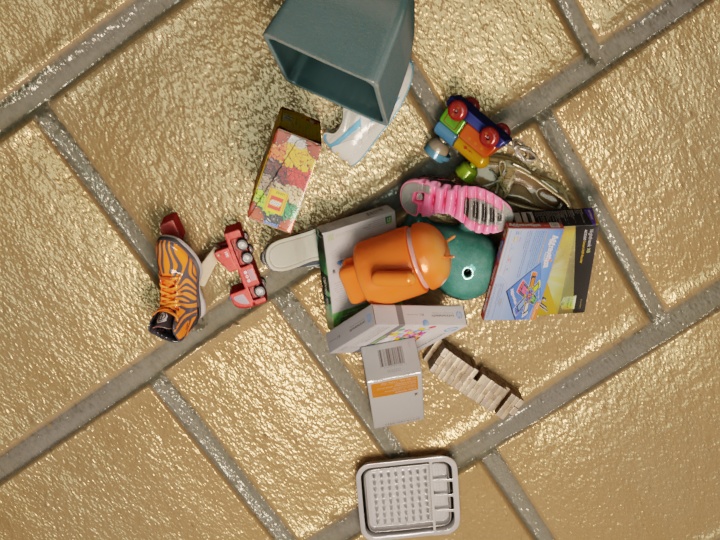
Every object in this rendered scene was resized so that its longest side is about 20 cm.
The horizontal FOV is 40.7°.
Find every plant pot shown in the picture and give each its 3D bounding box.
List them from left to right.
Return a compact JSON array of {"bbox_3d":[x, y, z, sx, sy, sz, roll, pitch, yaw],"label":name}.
[{"bbox_3d":[-0.010,-0.380,1.513,0.193,0.196,0.203,24,83,10],"label":"plant pot"}]

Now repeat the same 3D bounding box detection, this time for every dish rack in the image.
[{"bbox_3d":[0.092,0.435,1.887,0.196,0.044,0.175,-6,110,-2],"label":"dish rack"}]

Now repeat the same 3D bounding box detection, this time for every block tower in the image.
[{"bbox_3d":[0.209,0.202,1.809,0.198,0.058,0.054,34,103,-12],"label":"block tower"}]

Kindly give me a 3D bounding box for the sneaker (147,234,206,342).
[{"bbox_3d":[-0.320,0.043,1.659,0.076,0.113,0.203,7,133,20],"label":"sneaker"}]

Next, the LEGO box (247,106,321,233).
[{"bbox_3d":[-0.122,-0.168,1.586,0.076,0.200,0.151,19,107,-9],"label":"LEGO box"}]

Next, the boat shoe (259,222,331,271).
[{"bbox_3d":[-0.080,-0.039,1.701,0.197,0.062,0.076,-19,99,-20],"label":"boat shoe"}]

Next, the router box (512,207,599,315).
[{"bbox_3d":[0.327,-0.012,1.713,0.154,0.053,0.203,-4,129,-2],"label":"router box"}]

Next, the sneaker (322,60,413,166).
[{"bbox_3d":[0.016,-0.275,1.625,0.080,0.077,0.201,35,101,-12],"label":"sneaker"}]

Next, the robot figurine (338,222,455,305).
[{"bbox_3d":[0.065,-0.008,1.607,0.197,0.144,0.119,-19,69,15],"label":"robot figurine"}]

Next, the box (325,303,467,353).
[{"bbox_3d":[0.062,0.102,1.683,0.197,0.155,0.042,1,68,-35],"label":"box"}]

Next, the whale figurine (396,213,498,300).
[{"bbox_3d":[0.154,-0.031,1.701,0.198,0.104,0.160,35,104,-10],"label":"whale figurine"}]

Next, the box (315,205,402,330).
[{"bbox_3d":[0.000,0.000,1.699,0.142,0.036,0.204,-17,118,-21],"label":"box"}]

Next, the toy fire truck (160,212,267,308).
[{"bbox_3d":[-0.256,-0.016,1.709,0.138,0.049,0.203,-18,110,3],"label":"toy fire truck"}]

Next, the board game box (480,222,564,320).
[{"bbox_3d":[0.276,0.004,1.667,0.101,0.020,0.203,0,129,-12],"label":"board game box"}]

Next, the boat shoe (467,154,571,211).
[{"bbox_3d":[0.276,-0.148,1.690,0.196,0.063,0.075,16,107,-9],"label":"boat shoe"}]

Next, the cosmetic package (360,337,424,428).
[{"bbox_3d":[0.059,0.204,1.735,0.099,0.072,0.201,-11,148,-1],"label":"cosmetic package"}]

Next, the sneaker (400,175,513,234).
[{"bbox_3d":[0.170,-0.123,1.663,0.196,0.095,0.080,17,112,12],"label":"sneaker"}]

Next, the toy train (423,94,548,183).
[{"bbox_3d":[0.206,-0.193,1.634,0.200,0.084,0.116,42,117,12],"label":"toy train"}]
